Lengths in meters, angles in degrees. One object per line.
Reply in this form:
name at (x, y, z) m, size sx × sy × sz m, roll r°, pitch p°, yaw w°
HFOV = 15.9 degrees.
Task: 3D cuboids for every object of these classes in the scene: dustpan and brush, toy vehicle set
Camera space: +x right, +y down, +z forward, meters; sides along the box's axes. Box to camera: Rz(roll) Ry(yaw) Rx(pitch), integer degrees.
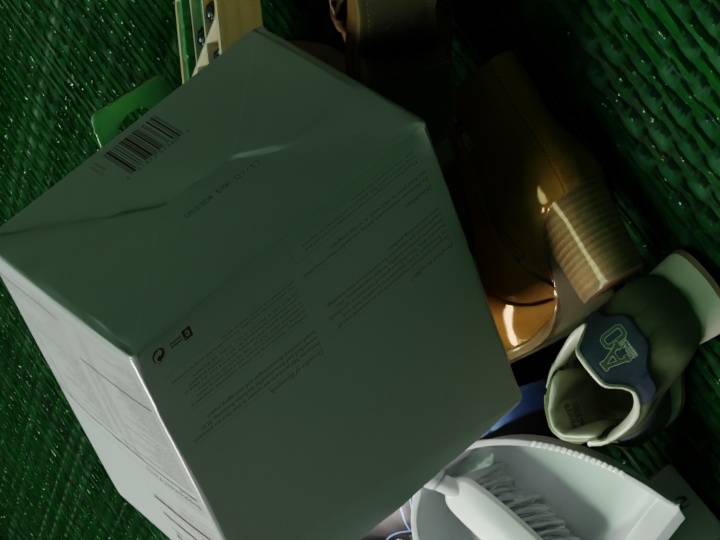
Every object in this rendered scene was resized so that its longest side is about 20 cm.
dustpan and brush at (0.060, 0.125, 1.429) m, size 0.200 × 0.057 × 0.140 m, roll 39°, pitch 116°, yaw 10°
toy vehicle set at (-0.078, -0.095, 1.503) m, size 0.124 × 0.026 × 0.202 m, roll 122°, pitch 144°, yaw -66°

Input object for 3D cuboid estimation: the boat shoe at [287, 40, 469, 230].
boat shoe at (-0.008, -0.074, 1.539) m, size 0.200 × 0.070 × 0.072 m, roll 33°, pitch 144°, yaw 42°

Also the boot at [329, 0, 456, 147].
boot at (0.019, -0.174, 1.346) m, size 0.155 × 0.076 × 0.202 m, roll -111°, pitch 14°, yaw -67°

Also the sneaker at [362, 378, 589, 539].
sneaker at (0.055, 0.136, 1.511) m, size 0.200 × 0.070 × 0.078 m, roll -34°, pitch 72°, yaw 40°

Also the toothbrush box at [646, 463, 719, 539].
toothbrush box at (0.201, 0.235, 1.502) m, size 0.200 × 0.085 × 0.147 m, roll 49°, pitch 160°, yaw 19°

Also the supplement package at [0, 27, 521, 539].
supplement package at (-0.051, 0.026, 1.326) m, size 0.147 × 0.191 × 0.201 m, roll 33°, pitch 155°, yaw 44°

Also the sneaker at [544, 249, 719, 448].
sneaker at (0.131, 0.060, 1.391) m, size 0.067 × 0.090 × 0.200 m, roll 50°, pitch 160°, yaw 13°

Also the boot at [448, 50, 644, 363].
boot at (0.083, -0.034, 1.414) m, size 0.145 × 0.070 × 0.201 m, roll 60°, pitch 159°, yaw 10°

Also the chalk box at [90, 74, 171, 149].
chalk box at (-0.123, -0.035, 1.790) m, size 0.124 × 0.124 × 0.201 m, roll 9°, pitch 128°, yaw 63°
